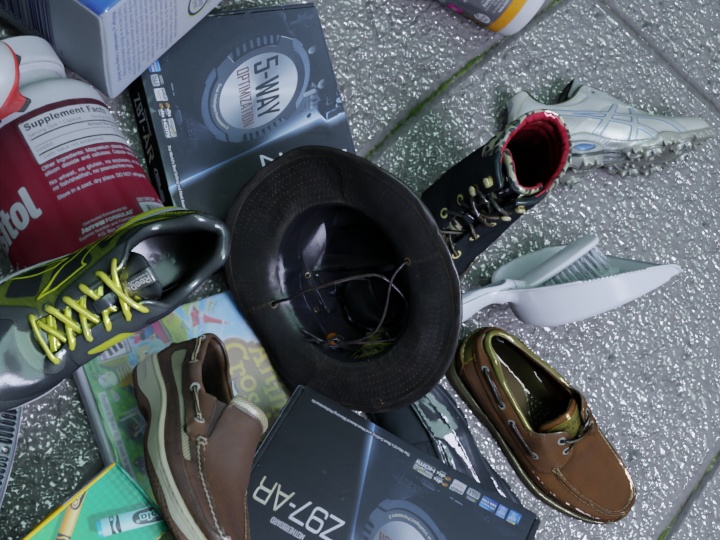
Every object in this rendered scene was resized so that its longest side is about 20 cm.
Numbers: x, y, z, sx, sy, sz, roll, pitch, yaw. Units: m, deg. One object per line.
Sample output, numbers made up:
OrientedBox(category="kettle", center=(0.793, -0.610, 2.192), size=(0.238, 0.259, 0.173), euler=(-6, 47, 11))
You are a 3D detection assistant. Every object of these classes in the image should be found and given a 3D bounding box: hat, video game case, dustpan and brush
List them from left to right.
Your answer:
OrientedBox(category="video game case", center=(-0.101, 0.120, 0.978), size=(0.181, 0.022, 0.201), euler=(-18, 82, -26))
OrientedBox(category="hat", center=(0.000, 0.000, 0.971), size=(0.201, 0.200, 0.081), euler=(57, 33, 2))
OrientedBox(category="dustpan and brush", center=(0.137, 0.013, 1.045), size=(0.200, 0.139, 0.057), euler=(-30, 110, -22))

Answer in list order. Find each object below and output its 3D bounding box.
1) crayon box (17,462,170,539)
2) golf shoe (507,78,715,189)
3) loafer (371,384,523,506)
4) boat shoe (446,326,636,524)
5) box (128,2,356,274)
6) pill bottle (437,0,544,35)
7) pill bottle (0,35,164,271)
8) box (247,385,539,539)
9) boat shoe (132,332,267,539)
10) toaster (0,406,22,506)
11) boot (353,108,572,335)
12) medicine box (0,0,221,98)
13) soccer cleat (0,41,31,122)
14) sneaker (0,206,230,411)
OrientedBox(category="crayon box", center=(-0.219, 0.211, 0.838), size=(0.200, 0.119, 0.058), euler=(-41, 91, -20))
OrientedBox(category="golf shoe", center=(0.220, -0.130, 1.157), size=(0.199, 0.078, 0.098), euler=(-8, 72, -25))
OrientedBox(category="loafer", center=(0.056, 0.151, 1.007), size=(0.070, 0.068, 0.201), euler=(-37, 94, -34))
OrientedBox(category="boat shoe", center=(0.151, 0.127, 1.053), size=(0.200, 0.068, 0.072), euler=(43, 64, -6))
OrientedBox(category="box", center=(-0.089, -0.104, 1.037), size=(0.159, 0.044, 0.201), euler=(-10, 78, -23))
OrientedBox(category="pill bottle", center=(0.070, -0.294, 1.119), size=(0.199, 0.116, 0.117), euler=(26, 66, -12))
OrientedBox(category="pill bottle", center=(-0.211, -0.059, 0.931), size=(0.113, 0.113, 0.200), euler=(-25, 76, -26))
OrientedBox(category="box", center=(0.004, 0.194, 0.914), size=(0.199, 0.044, 0.160), euler=(29, 55, 6))
OrientedBox(category="boat shoe", center=(-0.098, 0.110, 0.867), size=(0.075, 0.203, 0.075), euler=(-31, 132, 4))
OrientedBox(category="toaster", center=(-0.284, 0.105, 0.848), size=(0.113, 0.129, 0.201), euler=(13, 70, -19))
OrientedBox(category="boot", center=(0.073, -0.033, 1.021), size=(0.073, 0.154, 0.204), euler=(41, 65, -5))
OrientedBox(category="medicine box", center=(-0.189, -0.264, 0.985), size=(0.182, 0.103, 0.200), euler=(36, 64, 12))
OrientedBox(category="soccer cleat", center=(-0.303, -0.090, 0.869), size=(0.085, 0.200, 0.069), euler=(13, 51, -52))
OrientedBox(category="sneaker", center=(-0.164, 0.014, 0.805), size=(0.200, 0.085, 0.075), euler=(-38, 101, -27))
